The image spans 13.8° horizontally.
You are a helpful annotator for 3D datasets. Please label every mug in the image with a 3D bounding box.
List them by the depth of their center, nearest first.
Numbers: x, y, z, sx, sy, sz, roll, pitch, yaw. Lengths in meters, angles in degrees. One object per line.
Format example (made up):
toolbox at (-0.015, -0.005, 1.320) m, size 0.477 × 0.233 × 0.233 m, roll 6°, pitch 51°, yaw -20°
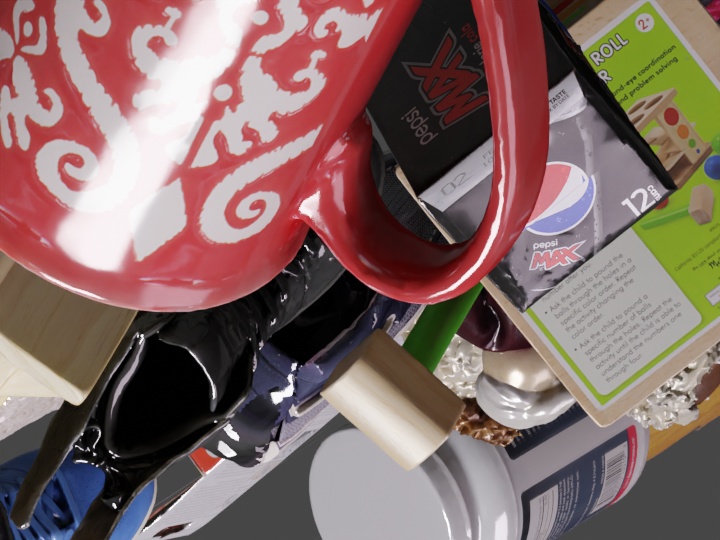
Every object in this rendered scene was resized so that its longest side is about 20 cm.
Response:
mug at (-0.018, -0.094, 0.877) m, size 0.177 × 0.134 × 0.200 m, roll 17°, pitch 136°, yaw -16°

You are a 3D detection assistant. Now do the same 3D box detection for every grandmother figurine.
grandmother figurine at (0.081, -0.006, 1.372) m, size 0.121 × 0.061 × 0.200 m, roll -10°, pitch 133°, yaw -12°

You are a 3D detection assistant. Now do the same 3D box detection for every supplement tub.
supplement tub at (0.078, 0.122, 1.921) m, size 0.200 × 0.140 × 0.140 m, roll -26°, pitch 163°, yaw -41°

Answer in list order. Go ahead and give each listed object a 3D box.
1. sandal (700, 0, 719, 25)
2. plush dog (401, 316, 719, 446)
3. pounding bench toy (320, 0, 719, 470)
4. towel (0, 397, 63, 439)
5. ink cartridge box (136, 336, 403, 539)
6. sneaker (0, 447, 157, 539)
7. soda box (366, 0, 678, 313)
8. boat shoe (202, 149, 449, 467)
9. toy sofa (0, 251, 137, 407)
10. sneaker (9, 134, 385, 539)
sandal at (0.114, -0.096, 1.253) m, size 0.200 × 0.045 × 0.075 m, roll -38°, pitch 167°, yaw 1°
plush dog at (0.090, -0.005, 1.496) m, size 0.172 × 0.160 × 0.200 m, roll -31°, pitch 140°, yaw -32°
pounding bench toy at (0.071, -0.019, 1.155) m, size 0.200 × 0.124 × 0.156 m, roll -39°, pitch -172°, yaw 8°
towel at (-0.092, 0.002, 1.277) m, size 0.132 × 0.034 × 0.200 m, roll -24°, pitch 161°, yaw -50°
ink cartridge box at (-0.052, 0.067, 1.581) m, size 0.200 × 0.050 × 0.109 m, roll -40°, pitch 168°, yaw 15°
sneaker at (-0.168, 0.125, 1.397) m, size 0.200 × 0.077 × 0.111 m, roll -23°, pitch 171°, yaw -29°
soda box at (0.036, -0.072, 1.029) m, size 0.071 × 0.200 × 0.063 m, roll -39°, pitch 123°, yaw 8°
boat shoe at (0.000, 0.000, 1.344) m, size 0.200 × 0.075 × 0.093 m, roll -55°, pitch -177°, yaw -37°
toy sofa at (-0.175, 0.050, 1.148) m, size 0.200 × 0.098 × 0.083 m, roll -48°, pitch -171°, yaw 37°
sneaker at (-0.058, 0.025, 1.159) m, size 0.200 × 0.060 × 0.104 m, roll -45°, pitch -166°, yaw 2°
